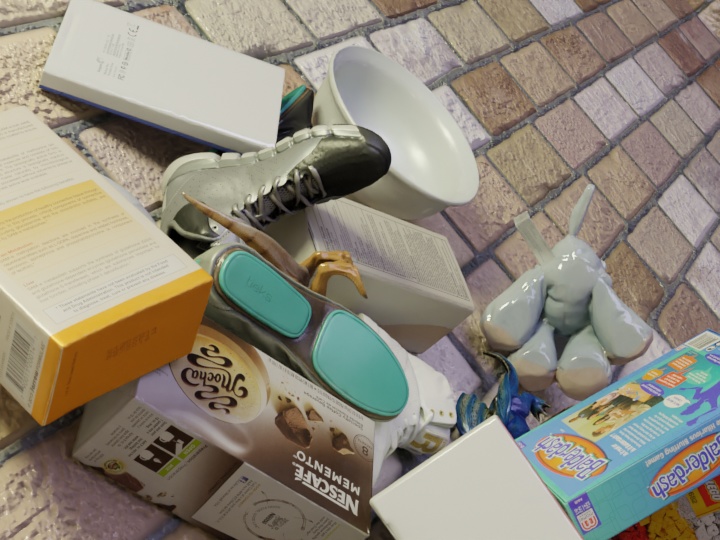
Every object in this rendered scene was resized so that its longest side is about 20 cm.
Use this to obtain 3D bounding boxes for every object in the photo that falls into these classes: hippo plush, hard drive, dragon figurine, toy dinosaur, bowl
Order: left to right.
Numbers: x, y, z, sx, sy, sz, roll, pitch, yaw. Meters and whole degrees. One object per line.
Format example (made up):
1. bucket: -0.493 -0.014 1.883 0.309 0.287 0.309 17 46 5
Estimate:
1. hard drive: -0.167 -0.167 1.164 0.200 0.025 0.132 18 38 -13
2. toy dinosaur: -0.055 0.009 1.027 0.200 0.106 0.060 76 -6 -49
3. bowl: 0.019 -0.122 1.355 0.201 0.090 0.201 34 32 -25
4. dragon figurine: 0.126 0.134 1.221 0.099 0.059 0.200 34 40 -40
5. hippo plush: 0.199 0.039 1.397 0.161 0.159 0.200 54 13 -87

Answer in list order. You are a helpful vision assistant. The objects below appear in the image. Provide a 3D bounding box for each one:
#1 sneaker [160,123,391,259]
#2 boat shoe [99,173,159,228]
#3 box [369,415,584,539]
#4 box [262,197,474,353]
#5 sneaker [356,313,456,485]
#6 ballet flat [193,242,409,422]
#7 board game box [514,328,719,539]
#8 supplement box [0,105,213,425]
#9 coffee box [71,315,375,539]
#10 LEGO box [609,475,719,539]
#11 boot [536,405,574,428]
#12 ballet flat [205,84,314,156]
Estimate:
1. sneaker: -0.072 -0.046 1.074 0.075 0.199 0.116 62 25 -43
2. boat shoe: -0.172 0.000 0.976 0.200 0.074 0.067 40 30 -16
3. box: 0.095 0.203 0.973 0.152 0.106 0.200 56 -4 11
4. box: 0.000 0.000 1.199 0.200 0.078 0.095 19 40 -41
5. sneaker: 0.031 0.127 1.099 0.115 0.074 0.200 34 31 -18
6. ballet flat: -0.047 0.047 1.005 0.200 0.064 0.067 39 63 -24
7. board game box: 0.223 0.123 1.023 0.045 0.200 0.152 63 -5 -13
8. supplement box: -0.210 -0.009 0.857 0.200 0.074 0.126 41 42 22
9. coffee box: -0.089 0.119 0.941 0.200 0.080 0.113 35 32 -22
10. LEGO box: 0.273 0.168 1.129 0.077 0.149 0.200 63 22 0
11. boot: 0.197 0.228 1.141 0.188 0.068 0.200 -32 102 -61
12. ballet flat: -0.088 -0.105 1.228 0.068 0.068 0.200 55 39 -8
